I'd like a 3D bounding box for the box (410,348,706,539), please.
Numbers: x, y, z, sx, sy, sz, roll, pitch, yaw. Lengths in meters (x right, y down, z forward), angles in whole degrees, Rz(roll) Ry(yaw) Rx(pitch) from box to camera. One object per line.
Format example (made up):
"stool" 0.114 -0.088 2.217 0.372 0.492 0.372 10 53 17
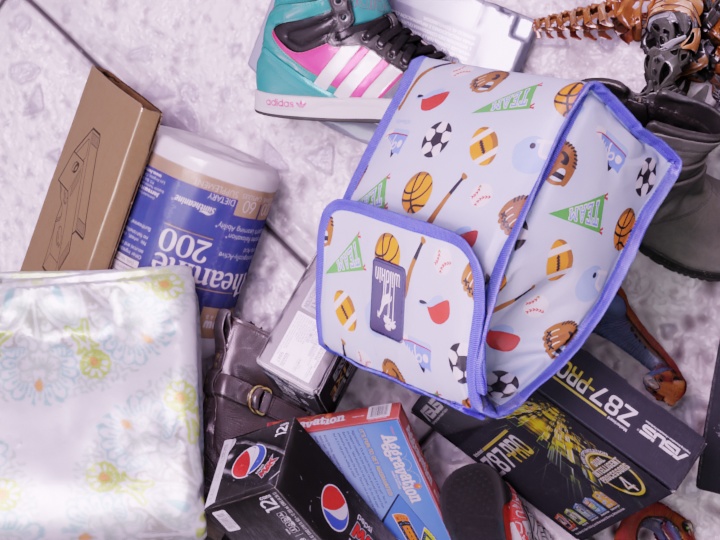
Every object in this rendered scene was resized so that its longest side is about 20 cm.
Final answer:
"box" 0.128 0.105 1.110 0.161 0.200 0.049 39 70 3

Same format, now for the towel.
"towel" -0.195 0.093 1.137 0.170 0.048 0.201 -3 71 -2

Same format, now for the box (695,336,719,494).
"box" 0.299 0.052 1.066 0.122 0.106 0.201 13 126 17

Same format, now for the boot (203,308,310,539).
"boot" -0.060 0.142 1.233 0.069 0.200 0.175 2 61 52

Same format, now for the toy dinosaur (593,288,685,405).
"toy dinosaur" 0.163 0.012 1.156 0.181 0.105 0.201 23 88 -4

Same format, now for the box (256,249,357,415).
"box" 0.000 0.000 1.143 0.050 0.158 0.201 27 80 8

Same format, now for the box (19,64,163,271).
"box" -0.214 -0.048 1.256 0.021 0.163 0.201 15 101 -27

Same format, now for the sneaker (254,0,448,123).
"sneaker" 0.016 -0.170 1.168 0.199 0.084 0.122 4 103 19

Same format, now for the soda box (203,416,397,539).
"soda box" -0.024 0.198 1.153 0.063 0.071 0.200 -20 124 27

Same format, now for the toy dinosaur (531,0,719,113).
"toy dinosaur" 0.225 -0.147 1.141 0.199 0.102 0.136 5 69 31

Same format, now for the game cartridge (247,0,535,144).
"game cartridge" 0.020 -0.161 1.224 0.199 0.040 0.134 25 96 15

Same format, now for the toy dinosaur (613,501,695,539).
"toy dinosaur" 0.187 0.231 1.113 0.104 0.200 0.182 13 66 11

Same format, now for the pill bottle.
"pill bottle" -0.144 0.000 1.244 0.110 0.111 0.201 23 99 15

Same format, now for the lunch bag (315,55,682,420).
"lunch bag" 0.068 -0.020 0.991 0.170 0.124 0.201 19 79 52

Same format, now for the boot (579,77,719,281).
"boot" 0.219 -0.060 1.088 0.199 0.131 0.068 12 59 -7

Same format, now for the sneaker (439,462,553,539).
"sneaker" 0.106 0.243 1.141 0.067 0.108 0.202 -21 48 20

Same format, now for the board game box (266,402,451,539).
"board game box" 0.013 0.180 1.191 0.102 0.019 0.201 -10 126 19
